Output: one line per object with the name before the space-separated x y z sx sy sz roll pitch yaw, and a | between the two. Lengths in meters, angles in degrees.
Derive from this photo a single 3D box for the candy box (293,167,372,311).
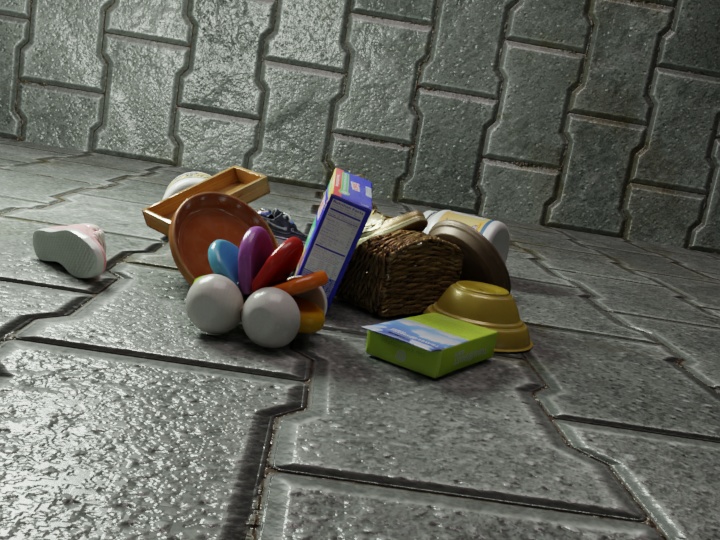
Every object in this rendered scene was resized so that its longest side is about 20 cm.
candy box | -0.048 -0.051 1.302 0.077 0.200 0.169 22 19 -7

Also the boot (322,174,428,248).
boot | 0.022 -0.114 1.454 0.200 0.156 0.073 -22 -23 29

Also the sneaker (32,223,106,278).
sneaker | -0.456 -0.039 1.304 0.200 0.076 0.105 13 16 41

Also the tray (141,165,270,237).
tray | -0.266 -0.120 1.353 0.200 0.037 0.099 -33 38 -32

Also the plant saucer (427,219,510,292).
plant saucer | 0.194 -0.003 1.461 0.029 0.200 0.200 -37 37 -28

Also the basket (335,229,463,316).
basket | 0.067 -0.006 1.403 0.200 0.143 0.149 -3 15 -40

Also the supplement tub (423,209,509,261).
supplement tub | 0.239 -0.064 1.861 0.200 0.145 0.145 16 12 31

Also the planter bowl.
planter bowl | 0.198 0.067 1.309 0.200 0.084 0.200 9 11 -2

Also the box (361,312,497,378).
box | 0.100 0.104 1.122 0.122 0.048 0.200 16 13 33

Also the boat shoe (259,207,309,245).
boat shoe | -0.153 -0.079 1.416 0.199 0.068 0.072 14 4 -15

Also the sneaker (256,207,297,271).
sneaker | -0.137 -0.056 1.525 0.200 0.079 0.075 34 -22 -36

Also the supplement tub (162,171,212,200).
supplement tub | -0.371 -0.145 1.750 0.144 0.145 0.200 7 11 -13

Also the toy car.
toy car | -0.140 0.015 1.101 0.199 0.150 0.175 12 11 14

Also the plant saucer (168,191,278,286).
plant saucer | -0.220 -0.033 1.265 0.200 0.201 0.032 -1 -24 -44
